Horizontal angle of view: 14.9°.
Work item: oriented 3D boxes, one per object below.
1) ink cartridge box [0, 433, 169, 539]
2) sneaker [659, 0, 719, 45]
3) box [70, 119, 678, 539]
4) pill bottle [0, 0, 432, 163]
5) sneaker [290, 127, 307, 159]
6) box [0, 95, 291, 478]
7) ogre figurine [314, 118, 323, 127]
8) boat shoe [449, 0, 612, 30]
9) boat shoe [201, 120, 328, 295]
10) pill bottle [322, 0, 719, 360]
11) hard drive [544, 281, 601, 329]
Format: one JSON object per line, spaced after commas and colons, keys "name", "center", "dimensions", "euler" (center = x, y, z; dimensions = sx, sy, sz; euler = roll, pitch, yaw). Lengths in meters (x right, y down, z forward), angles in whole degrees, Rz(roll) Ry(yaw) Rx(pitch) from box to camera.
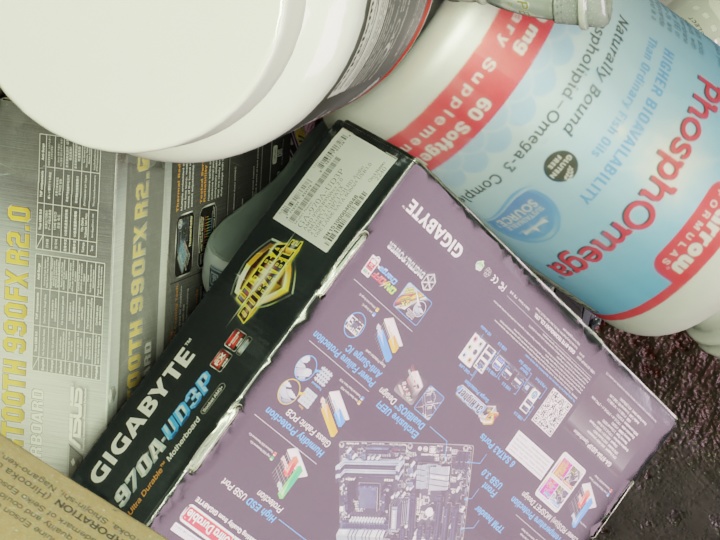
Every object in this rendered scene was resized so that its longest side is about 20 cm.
{"name": "ink cartridge box", "center": [-0.145, 0.145, 0.871], "dimensions": [0.075, 0.164, 0.201], "euler": [-49, 166, -54]}
{"name": "sneaker", "center": [0.086, -0.056, 1.135], "dimensions": [0.086, 0.075, 0.200], "euler": [-25, 164, -43]}
{"name": "box", "center": [0.012, 0.065, 0.986], "dimensions": [0.159, 0.046, 0.200], "euler": [-54, 134, -5]}
{"name": "pill bottle", "center": [-0.047, -0.095, 0.850], "dimensions": [0.116, 0.115, 0.200], "euler": [-63, 174, 13]}
{"name": "sneaker", "center": [-0.049, -0.041, 1.206], "dimensions": [0.200, 0.076, 0.076], "euler": [-77, -171, -57]}
{"name": "box", "center": [-0.080, 0.027, 1.014], "dimensions": [0.158, 0.048, 0.201], "euler": [-26, 122, -66]}
{"name": "ogre figurine", "center": [0.012, -0.073, 1.276], "dimensions": [0.098, 0.200, 0.120], "euler": [-25, 119, -20]}
{"name": "boat shoe", "center": [0.075, -0.181, 0.895], "dimensions": [0.074, 0.064, 0.203], "euler": [25, 80, -81]}
{"name": "boat shoe", "center": [0.000, 0.000, 1.062], "dimensions": [0.200, 0.070, 0.091], "euler": [-39, 135, -52]}
{"name": "pill bottle", "center": [0.091, -0.045, 1.011], "dimensions": [0.109, 0.200, 0.109], "euler": [-46, -157, 27]}
{"name": "hard drive", "center": [0.023, 0.048, 1.267], "dimensions": [0.199, 0.038, 0.140], "euler": [-26, -151, 34]}
